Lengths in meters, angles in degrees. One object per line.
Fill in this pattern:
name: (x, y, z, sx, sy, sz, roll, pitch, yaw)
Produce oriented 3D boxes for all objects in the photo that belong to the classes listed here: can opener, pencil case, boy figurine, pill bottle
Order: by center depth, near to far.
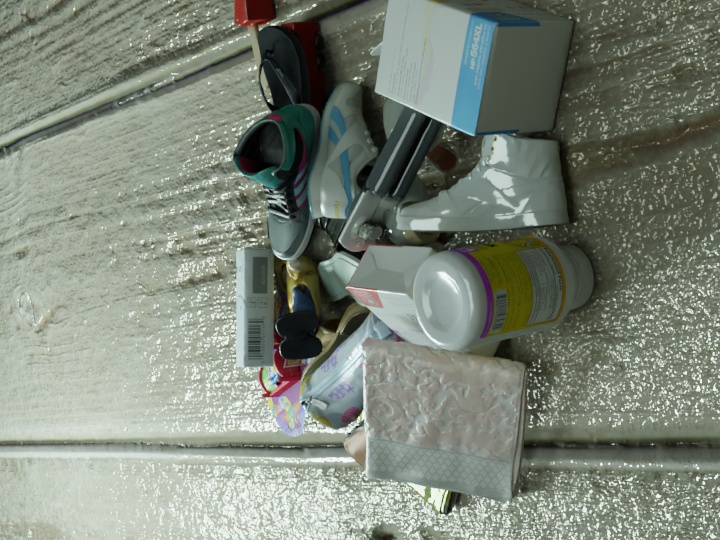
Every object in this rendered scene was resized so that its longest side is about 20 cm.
pill bottle: (0.159, 0.020, 1.450, 0.104, 0.198, 0.106, 13, 107, 49)
can opener: (0.028, -0.109, 1.579, 0.201, 0.052, 0.067, -60, 42, 23)
pencil case: (0.000, 0.122, 1.725, 0.200, 0.090, 0.084, -47, 50, 39)
boy figurine: (-0.083, 0.031, 1.795, 0.201, 0.064, 0.126, -100, 2, -59)

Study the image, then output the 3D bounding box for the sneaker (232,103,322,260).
sneaker: (-0.107, -0.109, 1.692, 0.083, 0.120, 0.203, 11, 101, 32)

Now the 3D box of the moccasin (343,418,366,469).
moccasin: (0.047, 0.196, 1.696, 0.078, 0.073, 0.202, 52, 132, 12)

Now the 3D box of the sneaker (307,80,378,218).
sneaker: (-0.012, -0.150, 1.702, 0.077, 0.080, 0.202, 77, -161, -59)

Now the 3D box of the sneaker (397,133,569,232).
sneaker: (0.135, -0.102, 1.524, 0.198, 0.074, 0.117, -4, 91, 18)

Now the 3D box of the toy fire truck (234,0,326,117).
toy fire truck: (-0.109, -0.286, 1.841, 0.140, 0.048, 0.203, 3, 100, 51)

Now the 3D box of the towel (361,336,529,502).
towel: (0.097, 0.179, 1.596, 0.198, 0.032, 0.193, 8, 118, 16)

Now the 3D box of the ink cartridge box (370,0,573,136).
ink cartridge box: (0.115, -0.242, 1.507, 0.199, 0.128, 0.127, 31, 120, 43)

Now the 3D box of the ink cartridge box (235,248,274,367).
ink cartridge box: (-0.163, 0.053, 1.909, 0.200, 0.047, 0.162, 174, 96, -74)

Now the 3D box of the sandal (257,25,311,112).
sandal: (-0.099, -0.229, 1.763, 0.076, 0.043, 0.202, -24, 77, 48)

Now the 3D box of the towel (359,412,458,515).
towel: (0.070, 0.209, 1.744, 0.200, 0.023, 0.145, 37, 125, 42)

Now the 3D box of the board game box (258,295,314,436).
board game box: (-0.120, 0.136, 1.920, 0.158, 0.039, 0.202, 45, 131, 54)

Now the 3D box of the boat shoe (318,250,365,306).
boat shoe: (0.000, 0.000, 1.707, 0.076, 0.060, 0.200, 69, 164, -11)

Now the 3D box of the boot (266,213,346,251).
boot: (-0.054, -0.070, 1.793, 0.131, 0.067, 0.201, 58, 135, 34)

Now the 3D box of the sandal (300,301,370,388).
sandal: (-0.023, 0.088, 1.808, 0.212, 0.077, 0.070, 123, 151, -46)

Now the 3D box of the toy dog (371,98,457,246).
toy dog: (0.072, -0.106, 1.643, 0.131, 0.096, 0.202, 20, 98, 51)

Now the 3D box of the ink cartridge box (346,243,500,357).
ink cartridge box: (0.092, 0.052, 1.597, 0.116, 0.200, 0.068, 6, 60, 50)
